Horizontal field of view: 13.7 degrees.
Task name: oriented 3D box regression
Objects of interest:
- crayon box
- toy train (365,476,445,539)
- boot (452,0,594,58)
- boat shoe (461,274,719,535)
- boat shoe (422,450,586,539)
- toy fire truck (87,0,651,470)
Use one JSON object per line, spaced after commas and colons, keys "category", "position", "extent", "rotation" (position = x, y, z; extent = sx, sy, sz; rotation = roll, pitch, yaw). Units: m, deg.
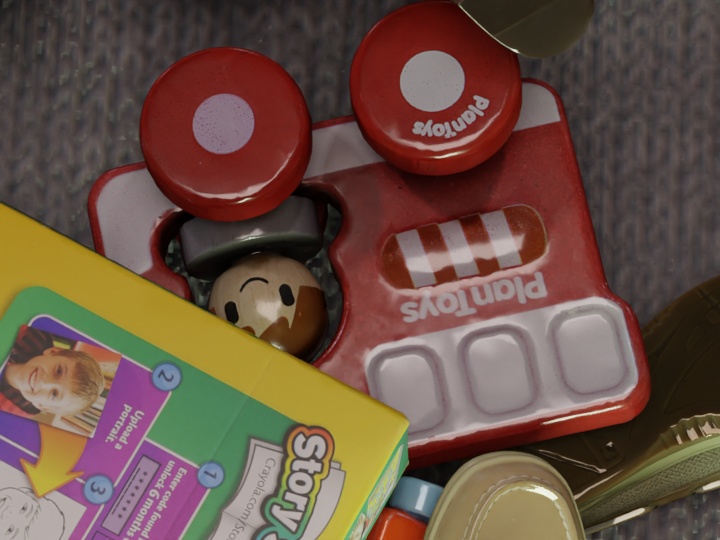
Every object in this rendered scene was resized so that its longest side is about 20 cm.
{"category": "crayon box", "position": [-0.104, 0.103, 1.050], "extent": [0.172, 0.058, 0.200], "rotation": [28, 72, 8]}
{"category": "toy train", "position": [0.014, 0.185, 1.150], "extent": [0.150, 0.056, 0.200], "rotation": [23, 79, -38]}
{"category": "boot", "position": [-0.001, -0.179, 1.145], "extent": [0.064, 0.200, 0.186], "rotation": [-38, 122, 9]}
{"category": "boat shoe", "position": [0.134, 0.057, 1.202], "extent": [0.201, 0.063, 0.073], "rotation": [-26, 64, -11]}
{"category": "boat shoe", "position": [0.055, 0.168, 1.093], "extent": [0.072, 0.065, 0.200], "rotation": [5, 93, -14]}
{"category": "toy fire truck", "position": [0.000, 0.000, 1.167], "extent": [0.200, 0.112, 0.168], "rotation": [-13, 72, -1]}
